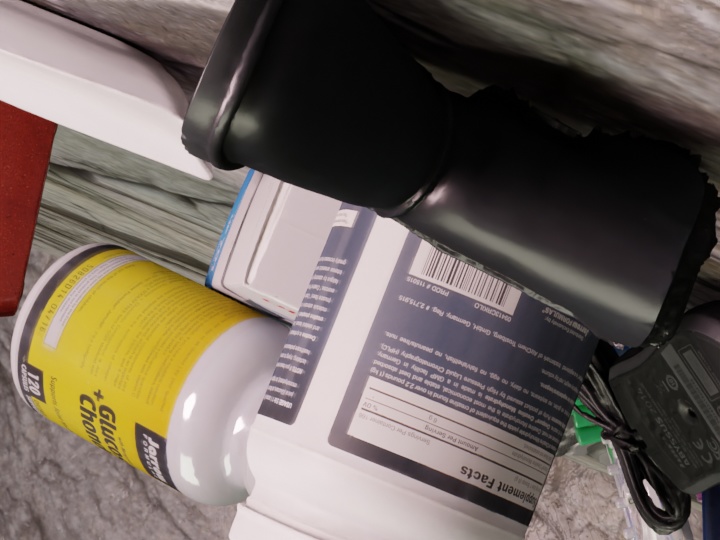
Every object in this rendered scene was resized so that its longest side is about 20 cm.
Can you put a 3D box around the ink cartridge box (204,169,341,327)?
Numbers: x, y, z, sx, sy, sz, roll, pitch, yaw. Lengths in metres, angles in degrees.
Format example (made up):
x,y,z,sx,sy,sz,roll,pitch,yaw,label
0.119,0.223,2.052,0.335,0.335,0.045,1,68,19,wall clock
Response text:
x,y,z,sx,sy,sz,roll,pitch,yaw,label
0.000,0.000,1.225,0.146,0.086,0.200,24,176,-8,ink cartridge box

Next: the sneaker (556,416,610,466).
x,y,z,sx,sy,sz,roll,pitch,yaw,label
0.178,0.089,1.487,0.199,0.083,0.075,15,152,-26,sneaker

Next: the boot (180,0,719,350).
x,y,z,sx,sy,sz,roll,pitch,yaw,label
0.039,-0.037,0.729,0.167,0.077,0.200,25,-178,8,boot

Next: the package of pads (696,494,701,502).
x,y,z,sx,sy,sz,roll,pitch,yaw,label
0.351,0.175,1.581,0.199,0.076,0.120,26,172,-35,package of pads

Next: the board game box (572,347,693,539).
x,y,z,sx,sy,sz,roll,pitch,yaw,label
0.163,0.141,1.296,0.026,0.201,0.200,-13,163,-3,board game box

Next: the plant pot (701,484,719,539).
x,y,z,sx,sy,sz,roll,pitch,yaw,label
0.304,0.202,1.194,0.179,0.201,0.200,-12,146,25,plant pot

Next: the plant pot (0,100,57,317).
x,y,z,sx,sy,sz,roll,pitch,yaw,label
-0.290,-0.057,1.357,0.175,0.202,0.200,12,177,-13,plant pot

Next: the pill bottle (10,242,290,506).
x,y,z,sx,sy,sz,roll,pitch,yaw,label
-0.098,0.067,1.253,0.199,0.113,0.112,24,177,33,pill bottle

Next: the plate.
x,y,z,sx,sy,sz,roll,pitch,yaw,label
-0.168,-0.108,1.119,0.199,0.033,0.200,22,174,2,plate

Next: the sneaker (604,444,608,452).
x,y,z,sx,sy,sz,roll,pitch,yaw,label
0.262,0.116,1.397,0.198,0.076,0.116,14,161,-9,sneaker

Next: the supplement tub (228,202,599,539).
x,y,z,sx,sy,sz,roll,pitch,yaw,label
0.030,0.056,1.030,0.139,0.201,0.140,22,175,2,supplement tub

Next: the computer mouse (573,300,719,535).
x,y,z,sx,sy,sz,roll,pitch,yaw,label
0.174,0.059,1.114,0.139,0.053,0.200,60,157,0,computer mouse
